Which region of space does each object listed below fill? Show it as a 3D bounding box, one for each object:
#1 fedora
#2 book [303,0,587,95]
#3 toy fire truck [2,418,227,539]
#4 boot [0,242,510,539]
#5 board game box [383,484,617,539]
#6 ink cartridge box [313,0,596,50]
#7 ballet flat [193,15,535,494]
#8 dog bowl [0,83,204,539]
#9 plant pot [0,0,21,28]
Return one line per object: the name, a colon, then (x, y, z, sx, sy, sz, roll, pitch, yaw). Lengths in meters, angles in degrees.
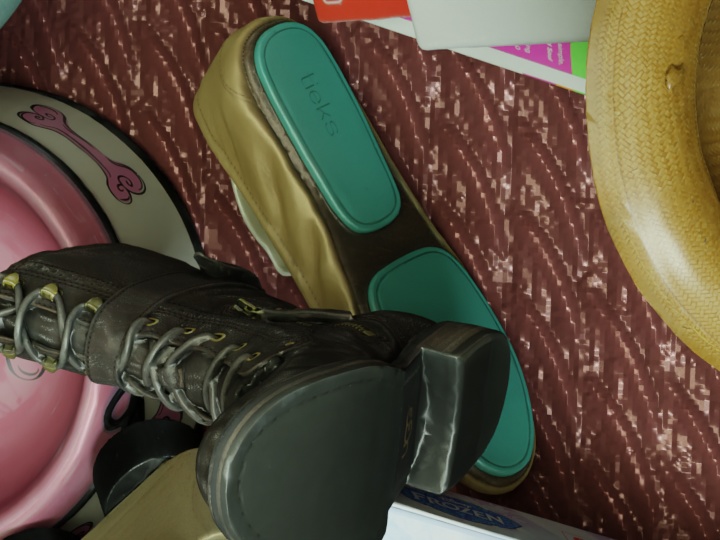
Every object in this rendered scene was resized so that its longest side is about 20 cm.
fedora: (0.134, -0.057, 0.870, 0.082, 0.200, 0.202, -2, 94, 59)
book: (0.028, -0.145, 0.992, 0.199, 0.048, 0.134, 22, 125, 31)
toy fire truck: (-0.053, 0.184, 1.064, 0.176, 0.200, 0.129, -43, 39, 14)
boot: (-0.058, 0.036, 0.945, 0.173, 0.200, 0.070, 15, 103, 23)
board game box: (0.059, 0.191, 1.002, 0.198, 0.041, 0.201, 18, 100, -14)
ink cartridge box: (0.011, -0.173, 0.933, 0.173, 0.043, 0.201, 1, 112, 43)
ballet flat: (0.000, 0.000, 1.056, 0.063, 0.068, 0.201, -36, 78, 46)
dog bowl: (-0.161, 0.026, 1.098, 0.199, 0.074, 0.202, 1, 93, 19)
plant pot: (-0.208, -0.124, 1.024, 0.199, 0.200, 0.135, 11, 84, 18)
